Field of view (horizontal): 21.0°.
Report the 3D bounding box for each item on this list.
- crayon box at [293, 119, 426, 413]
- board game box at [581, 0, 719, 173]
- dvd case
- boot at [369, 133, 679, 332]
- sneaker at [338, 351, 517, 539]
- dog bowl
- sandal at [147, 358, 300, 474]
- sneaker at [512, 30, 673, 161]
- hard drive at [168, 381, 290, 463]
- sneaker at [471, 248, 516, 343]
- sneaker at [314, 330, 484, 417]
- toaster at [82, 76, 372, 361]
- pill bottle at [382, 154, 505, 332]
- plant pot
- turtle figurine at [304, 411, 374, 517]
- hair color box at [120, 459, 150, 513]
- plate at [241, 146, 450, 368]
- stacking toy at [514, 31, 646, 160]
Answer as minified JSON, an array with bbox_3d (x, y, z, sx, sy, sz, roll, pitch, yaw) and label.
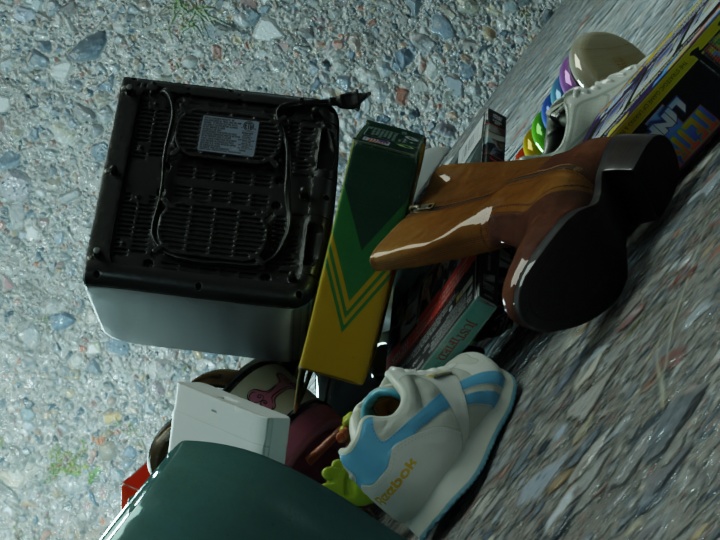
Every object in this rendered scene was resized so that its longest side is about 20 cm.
[{"bbox_3d":[0.000,0.000,1.411,0.127,0.050,0.202,-66,-10,-78],"label":"crayon box"},{"bbox_3d":[0.225,-0.127,1.333,0.200,0.057,0.165,-50,2,33],"label":"board game box"},{"bbox_3d":[0.061,-0.003,1.401,0.146,0.022,0.201,-56,20,40],"label":"dvd case"},{"bbox_3d":[0.081,-0.023,1.247,0.199,0.069,0.189,-5,39,41],"label":"boot"},{"bbox_3d":[0.043,0.091,1.235,0.077,0.081,0.200,-51,1,21],"label":"sneaker"},{"bbox_3d":[-0.075,0.174,1.456,0.200,0.073,0.201,-52,-24,-35],"label":"dog bowl"},{"bbox_3d":[-0.108,0.102,1.483,0.200,0.054,0.082,-43,-31,-49],"label":"sandal"},{"bbox_3d":[0.194,-0.121,1.497,0.200,0.081,0.075,-51,1,-12],"label":"sneaker"},{"bbox_3d":[-0.099,0.186,1.312,0.132,0.026,0.202,14,97,58],"label":"hard drive"},{"bbox_3d":[0.104,0.013,1.446,0.086,0.078,0.200,-63,1,-16],"label":"sneaker"},{"bbox_3d":[0.028,0.108,1.512,0.199,0.074,0.107,-12,68,60],"label":"sneaker"},{"bbox_3d":[-0.100,-0.041,1.466,0.119,0.198,0.182,93,-177,-63],"label":"toaster"},{"bbox_3d":[0.067,-0.003,1.644,0.200,0.114,0.114,-54,5,-36],"label":"pill bottle"},{"bbox_3d":[-0.077,0.193,1.086,0.201,0.161,0.201,-51,4,5],"label":"plant pot"},{"bbox_3d":[-0.027,0.185,1.310,0.201,0.064,0.161,-60,4,-13],"label":"turtle figurine"},{"bbox_3d":[-0.142,0.233,1.542,0.101,0.061,0.202,-42,-36,-51],"label":"hair color box"},{"bbox_3d":[-0.021,-0.007,1.624,0.200,0.032,0.200,-44,8,50],"label":"plate"},{"bbox_3d":[0.180,-0.114,1.717,0.200,0.085,0.086,-57,-1,43],"label":"stacking toy"}]
